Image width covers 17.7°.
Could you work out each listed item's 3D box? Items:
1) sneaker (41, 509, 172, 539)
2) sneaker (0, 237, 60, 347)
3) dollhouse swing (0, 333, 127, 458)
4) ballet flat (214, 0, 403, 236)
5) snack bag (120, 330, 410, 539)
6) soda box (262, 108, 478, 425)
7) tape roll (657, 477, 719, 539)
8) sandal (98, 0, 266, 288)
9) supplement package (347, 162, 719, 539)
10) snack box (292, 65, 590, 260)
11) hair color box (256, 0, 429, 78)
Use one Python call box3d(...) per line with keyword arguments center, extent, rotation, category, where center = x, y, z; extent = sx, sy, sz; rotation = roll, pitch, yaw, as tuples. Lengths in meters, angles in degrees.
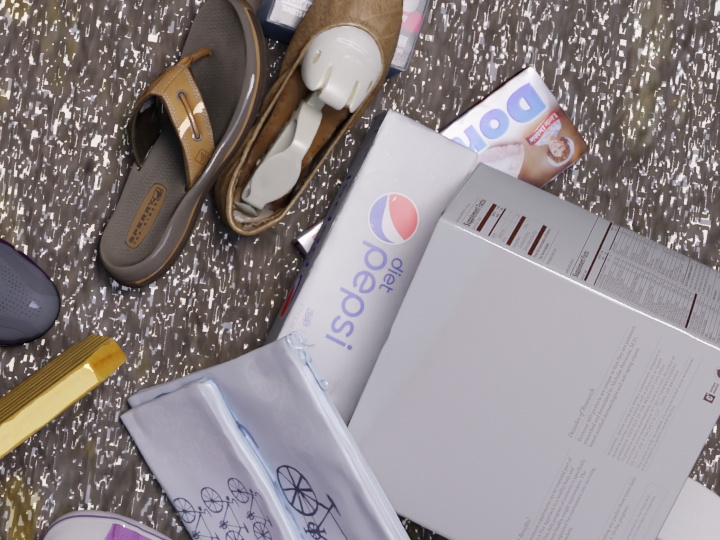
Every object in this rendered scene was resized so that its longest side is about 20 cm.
box3d(center=(-0.122, 0.223, 1.442), extent=(0.200, 0.114, 0.073), rotation=(34, 96, 3), category="sneaker")
box3d(center=(-0.281, -0.006, 1.437), extent=(0.200, 0.088, 0.075), rotation=(24, 84, -10), category="sneaker")
box3d(center=(-0.268, 0.061, 1.381), extent=(0.182, 0.200, 0.176), rotation=(39, 82, -9), category="dollhouse swing")
box3d(center=(-0.033, -0.101, 1.461), extent=(0.068, 0.072, 0.200), rotation=(31, 110, -14), category="ballet flat")
box3d(center=(-0.053, 0.143, 1.438), extent=(0.021, 0.200, 0.189), rotation=(-33, 97, -39), category="snack bag")
box3d(center=(0.000, 0.000, 1.485), extent=(0.068, 0.063, 0.200), rotation=(26, 85, -8), category="soda box")
box3d(center=(0.176, 0.229, 1.557), extent=(0.202, 0.037, 0.203), rotation=(0, 89, -13), category="tape roll")
box3d(center=(-0.122, -0.087, 1.475), extent=(0.055, 0.082, 0.200), rotation=(28, 90, -46), category="sandal")
box3d(center=(0.116, 0.070, 1.437), extent=(0.200, 0.147, 0.192), rotation=(26, 111, 5), category="supplement package")
box3d(center=(0.055, -0.050, 1.542), extent=(0.200, 0.024, 0.072), rotation=(-37, 96, -10), category="snack box")
box3d(center=(0.009, -0.238, 1.518), extent=(0.099, 0.061, 0.200), rotation=(19, 85, -11), category="hair color box")
